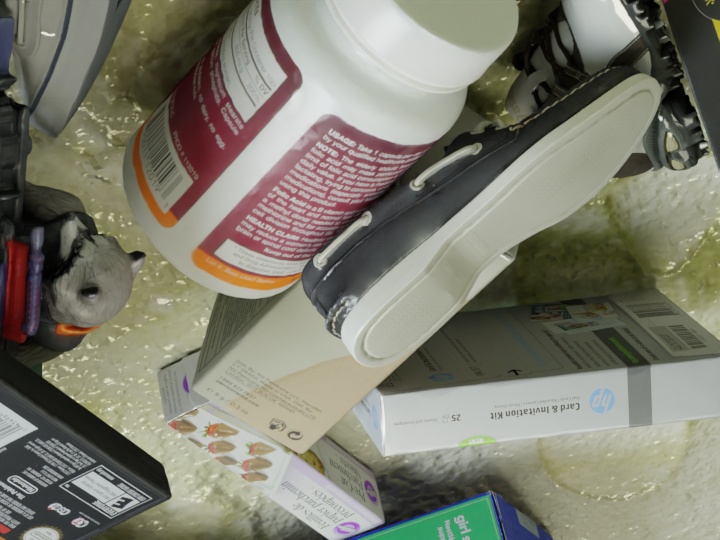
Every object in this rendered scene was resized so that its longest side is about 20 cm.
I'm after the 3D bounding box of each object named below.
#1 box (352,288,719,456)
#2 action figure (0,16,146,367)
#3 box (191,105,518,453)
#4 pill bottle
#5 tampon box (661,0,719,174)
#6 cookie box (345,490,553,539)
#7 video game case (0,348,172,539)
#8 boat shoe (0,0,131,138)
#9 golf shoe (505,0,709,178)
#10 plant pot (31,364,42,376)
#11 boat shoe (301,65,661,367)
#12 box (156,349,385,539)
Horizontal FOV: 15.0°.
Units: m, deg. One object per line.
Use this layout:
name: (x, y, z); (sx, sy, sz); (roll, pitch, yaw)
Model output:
box: (0.094, 0.055, 1.549); (0.199, 0.156, 0.041); (-5, 104, -10)
action figure: (-0.176, -0.034, 1.321); (0.104, 0.193, 0.200); (-7, 116, -47)
box: (0.000, 0.000, 1.464); (0.078, 0.095, 0.200); (32, 132, -17)
pill bottle: (-0.020, -0.085, 1.341); (0.114, 0.114, 0.200); (16, 137, -34)
tampon box: (0.250, -0.084, 1.394); (0.126, 0.150, 0.200); (-25, 143, 15)
cookie box: (0.024, 0.222, 1.783); (0.200, 0.075, 0.171); (-21, 159, 12)
video game case: (-0.213, 0.104, 1.288); (0.180, 0.026, 0.200); (-27, 148, 13)
boat shoe: (-0.142, -0.137, 1.283); (0.065, 0.074, 0.200); (26, 144, 0)
golf shoe: (0.115, -0.103, 1.391); (0.094, 0.078, 0.200); (-17, 143, 7)
plant pot: (-0.282, 0.094, 1.450); (0.161, 0.201, 0.201); (17, 136, -23)
boat shoe: (0.058, -0.038, 1.337); (0.200, 0.060, 0.074); (-43, 150, 2)
box: (-0.052, 0.109, 1.664); (0.039, 0.042, 0.200); (-26, 142, 19)
